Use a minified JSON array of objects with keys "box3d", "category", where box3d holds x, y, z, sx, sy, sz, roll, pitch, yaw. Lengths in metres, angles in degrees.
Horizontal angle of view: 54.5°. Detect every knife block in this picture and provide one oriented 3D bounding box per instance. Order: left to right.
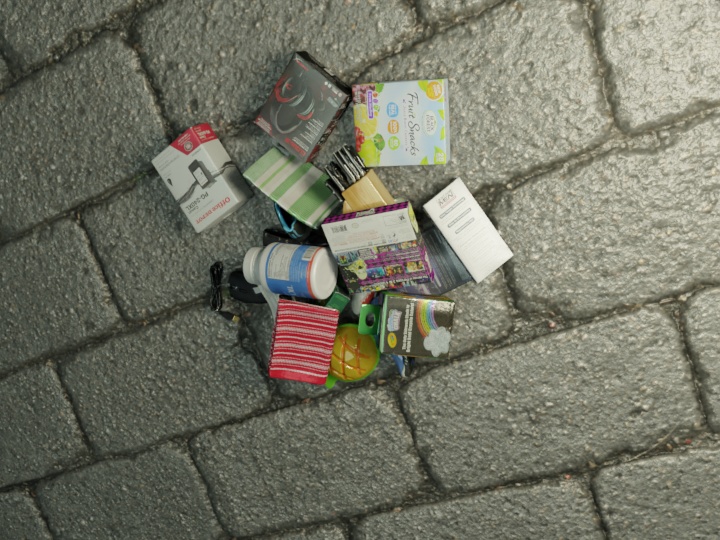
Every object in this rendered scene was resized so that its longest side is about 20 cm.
[{"box3d":[0.019,-0.169,1.462,0.194,0.064,0.180,12,114,11],"category":"knife block"}]

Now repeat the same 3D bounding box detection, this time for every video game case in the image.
[{"box3d":[0.037,-0.043,1.457,0.195,0.036,0.184,-9,121,24],"category":"video game case"},{"box3d":[0.153,-0.012,1.564,0.197,0.019,0.145,-26,97,24],"category":"video game case"}]

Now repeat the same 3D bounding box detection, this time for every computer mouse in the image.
[{"box3d":[-0.292,0.070,1.717,0.195,0.046,0.144,13,109,13],"category":"computer mouse"}]

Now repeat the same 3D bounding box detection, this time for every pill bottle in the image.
[{"box3d":[-0.157,-0.002,1.546,0.195,0.112,0.116,6,110,28],"category":"pill bottle"}]

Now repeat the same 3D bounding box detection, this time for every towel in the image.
[{"box3d":[-0.138,-0.190,1.535,0.199,0.153,0.023,39,141,1],"category":"towel"},{"box3d":[-0.131,0.166,1.577,0.140,0.023,0.205,10,117,-4],"category":"towel"}]

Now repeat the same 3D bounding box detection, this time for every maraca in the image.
[{"box3d":[-0.044,0.202,1.647,0.197,0.107,0.140,-27,94,24],"category":"maraca"}]

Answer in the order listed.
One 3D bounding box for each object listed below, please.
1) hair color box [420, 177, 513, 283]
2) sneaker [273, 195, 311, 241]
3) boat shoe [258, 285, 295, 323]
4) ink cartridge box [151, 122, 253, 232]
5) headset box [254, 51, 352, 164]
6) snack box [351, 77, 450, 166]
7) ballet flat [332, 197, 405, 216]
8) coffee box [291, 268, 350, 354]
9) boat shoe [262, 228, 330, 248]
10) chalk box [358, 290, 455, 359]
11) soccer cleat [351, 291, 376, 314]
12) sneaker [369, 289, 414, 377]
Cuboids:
[{"box3d":[0.225,-0.085,1.481,0.099,0.061,0.202,-36,94,4],"category":"hair color box"},{"box3d":[-0.161,-0.170,1.559,0.072,0.082,0.205,-22,78,15],"category":"sneaker"},{"box3d":[-0.186,0.056,1.631,0.068,0.071,0.204,-37,63,39],"category":"boat shoe"},{"box3d":[-0.367,-0.214,1.631,0.143,0.083,0.203,-31,96,24],"category":"ink cartridge box"},{"box3d":[-0.125,-0.344,1.516,0.148,0.075,0.201,39,114,2],"category":"headset box"},{"box3d":[0.087,-0.309,1.464,0.194,0.068,0.174,0,106,16],"category":"snack box"},{"box3d":[0.010,-0.129,1.558,0.194,0.067,0.066,-5,79,18],"category":"ballet flat"},{"box3d":[-0.093,0.098,1.622,0.043,0.124,0.202,27,115,-19],"category":"coffee box"},{"box3d":[-0.141,-0.072,1.617,0.195,0.070,0.068,3,110,25],"category":"boat shoe"},{"box3d":[0.093,0.112,1.506,0.194,0.124,0.129,6,92,-3],"category":"chalk box"},{"box3d":[0.000,0.000,1.567,0.068,0.083,0.205,38,117,52],"category":"soccer cleat"},{"box3d":[0.073,0.148,1.612,0.075,0.076,0.205,-16,91,18],"category":"sneaker"}]
